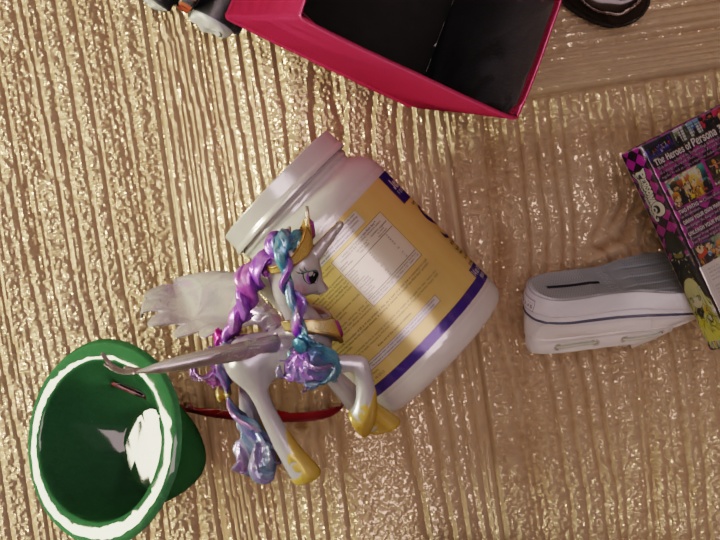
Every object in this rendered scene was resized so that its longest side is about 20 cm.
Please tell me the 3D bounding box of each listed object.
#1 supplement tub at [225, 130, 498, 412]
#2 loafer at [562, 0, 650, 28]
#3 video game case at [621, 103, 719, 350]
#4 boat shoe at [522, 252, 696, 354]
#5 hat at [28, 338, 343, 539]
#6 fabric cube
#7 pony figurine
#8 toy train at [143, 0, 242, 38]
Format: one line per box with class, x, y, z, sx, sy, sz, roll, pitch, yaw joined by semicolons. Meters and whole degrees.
supplement tub;0.000;0.000;1.120;0.145;0.145;0.200;-45;93;-2
loafer;0.175;-0.292;1.166;0.073;0.071;0.200;-43;92;-2
video game case;0.337;-0.056;1.158;0.198;0.036;0.183;-27;92;-25
boat shoe;0.231;0.032;1.178;0.197;0.074;0.068;-3;122;-10
hat;-0.158;0.155;1.175;0.198;0.175;0.168;17;91;35
fabric cube;0.037;-0.250;1.066;0.194;0.199;0.203;21;92;-22
pony figurine;-0.078;0.063;1.033;0.190;0.167;0.202;-16;113;8
toy train;-0.107;-0.298;1.149;0.113;0.085;0.202;29;89;-12
